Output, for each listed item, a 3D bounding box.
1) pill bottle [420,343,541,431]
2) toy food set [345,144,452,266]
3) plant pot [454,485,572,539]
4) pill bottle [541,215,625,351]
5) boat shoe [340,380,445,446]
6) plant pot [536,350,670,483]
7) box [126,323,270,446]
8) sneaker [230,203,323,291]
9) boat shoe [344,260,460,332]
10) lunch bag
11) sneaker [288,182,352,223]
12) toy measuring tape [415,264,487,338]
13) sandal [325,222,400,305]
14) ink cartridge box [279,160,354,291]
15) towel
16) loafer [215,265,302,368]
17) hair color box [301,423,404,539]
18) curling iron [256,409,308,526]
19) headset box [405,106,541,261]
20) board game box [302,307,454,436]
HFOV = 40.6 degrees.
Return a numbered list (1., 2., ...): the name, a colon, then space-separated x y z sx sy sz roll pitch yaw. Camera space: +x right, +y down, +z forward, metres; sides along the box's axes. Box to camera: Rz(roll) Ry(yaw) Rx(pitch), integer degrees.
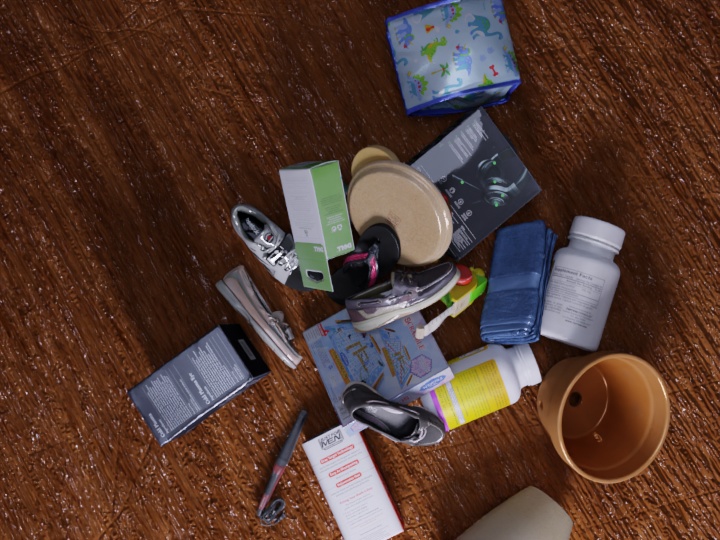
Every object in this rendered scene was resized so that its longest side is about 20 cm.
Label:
1. pill bottle: 0.195 0.186 1.607 0.196 0.104 0.106 -22 85 2
2. toy food set: 0.061 -0.093 1.565 0.197 0.201 0.049 25 44 17
3. plant pot: 0.247 0.456 1.562 0.187 0.188 0.200 42 75 5
4. pill bottle: 0.364 0.021 1.602 0.112 0.114 0.204 18 88 5
5. boat shoe: 0.054 0.238 1.516 0.198 0.057 0.067 27 111 -24
6. plant pot: 0.373 0.220 1.557 0.196 0.140 0.205 -2 97 -15
7. box: -0.258 0.181 1.589 0.181 0.200 0.105 -36 86 0
8. sneaker: -0.148 -0.038 1.655 0.199 0.089 0.074 39 88 4
9. boat shoe: 0.066 0.032 1.575 0.197 0.072 0.066 -26 111 12
10. lunch bag: 0.150 -0.357 1.633 0.196 0.127 0.174 -12 82 -9
11. sneaker: -0.026 -0.102 1.669 0.196 0.074 0.089 20 106 11
12. toy measuring tape: 0.137 0.043 1.609 0.199 0.074 0.074 -34 84 -37
13. sandal: 0.000 0.000 1.605 0.075 0.045 0.200 42 130 0
14. ink cartridge box: -0.067 -0.075 1.595 0.058 0.103 0.204 -18 104 -31
15. towel: 0.258 0.022 1.602 0.110 0.048 0.204 -7 62 42
16. loafer: -0.163 0.076 1.658 0.063 0.072 0.200 -43 82 -7
17. hair color box: -0.012 0.359 1.631 0.100 0.061 0.203 -25 86 2
18. curling iron: -0.128 0.336 1.660 0.049 0.025 0.204 19 82 -17
19. headset box: 0.178 -0.150 1.619 0.199 0.093 0.175 -40 98 1
20. board game box: 0.026 0.139 1.606 0.197 0.041 0.202 -28 54 3
